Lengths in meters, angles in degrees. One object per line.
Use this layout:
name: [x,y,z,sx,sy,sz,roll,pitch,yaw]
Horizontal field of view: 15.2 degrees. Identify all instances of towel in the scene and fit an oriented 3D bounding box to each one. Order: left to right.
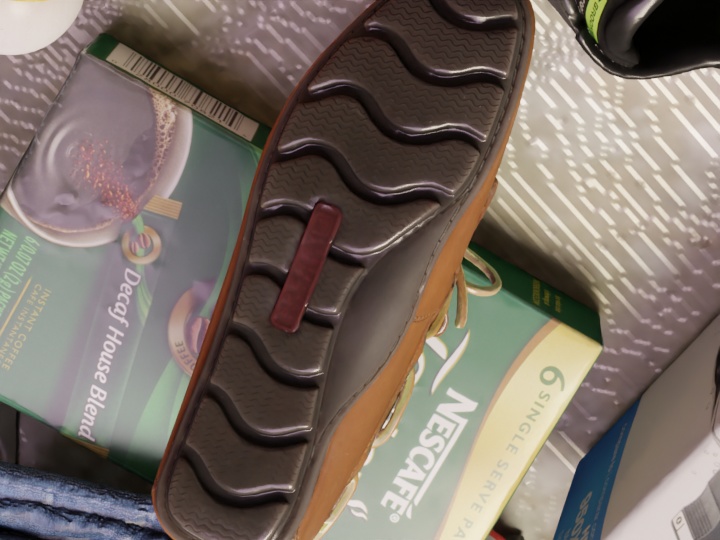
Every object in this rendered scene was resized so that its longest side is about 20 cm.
towel: [-0.093,0.113,0.962,0.112,0.049,0.200,12,167,3]

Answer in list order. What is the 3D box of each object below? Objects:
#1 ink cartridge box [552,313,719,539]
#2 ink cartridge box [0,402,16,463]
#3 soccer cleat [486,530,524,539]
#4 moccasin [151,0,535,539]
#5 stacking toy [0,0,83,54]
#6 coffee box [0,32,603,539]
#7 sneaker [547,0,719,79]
ink cartridge box: [0.171,0.071,0.869,0.145,0.084,0.200,32,132,-6]
ink cartridge box: [-0.239,0.067,1.027,0.200,0.084,0.144,15,132,8]
soccer cleat: [0.005,0.169,1.015,0.069,0.085,0.200,27,132,-2]
moccasin: [0.002,0.001,0.839,0.074,0.078,0.201,18,90,13]
stacking toy: [-0.096,-0.130,0.804,0.146,0.146,0.200,23,151,2]
coffee box: [-0.032,0.021,0.901,0.200,0.044,0.123,31,102,-5]
sneaker: [0.070,-0.104,0.764,0.200,0.083,0.071,23,132,2]
